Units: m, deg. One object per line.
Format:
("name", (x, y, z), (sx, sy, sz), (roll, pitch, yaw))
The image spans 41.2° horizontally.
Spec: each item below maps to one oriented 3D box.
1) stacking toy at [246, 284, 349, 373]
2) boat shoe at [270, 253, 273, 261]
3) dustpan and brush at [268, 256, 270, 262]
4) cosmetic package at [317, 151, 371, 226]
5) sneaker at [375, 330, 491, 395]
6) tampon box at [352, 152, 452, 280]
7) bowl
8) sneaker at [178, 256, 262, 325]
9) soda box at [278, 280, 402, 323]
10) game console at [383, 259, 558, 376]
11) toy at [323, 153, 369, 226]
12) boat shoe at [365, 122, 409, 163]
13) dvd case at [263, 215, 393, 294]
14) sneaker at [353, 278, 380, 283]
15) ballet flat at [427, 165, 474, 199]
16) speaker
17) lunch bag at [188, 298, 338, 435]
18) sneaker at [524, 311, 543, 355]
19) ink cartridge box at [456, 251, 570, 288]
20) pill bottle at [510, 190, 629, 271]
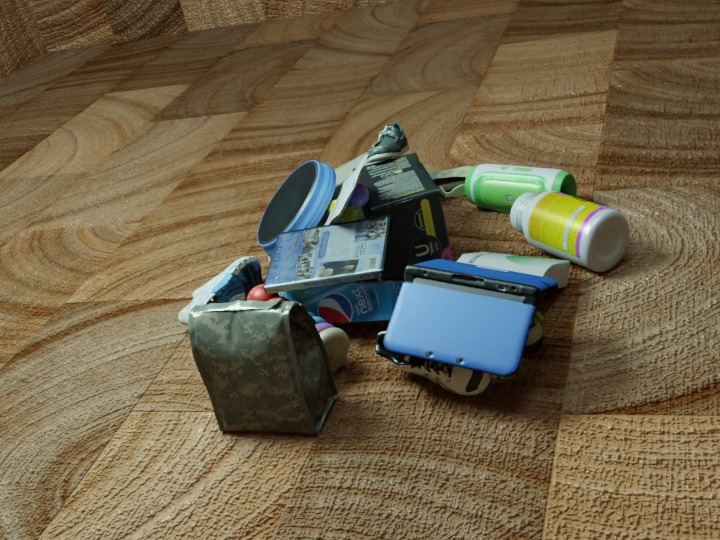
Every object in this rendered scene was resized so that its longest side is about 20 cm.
("stacking toy", (-0.111, 0.085, 1.496), (0.085, 0.086, 0.200), (-31, 47, -30))
("boat shoe", (-0.056, -0.014, 1.608), (0.199, 0.073, 0.065), (-6, 1, 25))
("dustpan and brush", (-0.110, -0.012, 1.744), (0.139, 0.057, 0.200), (-9, 28, 9))
("cosmetic package", (-0.025, -0.150, 1.915), (0.200, 0.104, 0.073), (-31, 32, -32))
("sneaker", (0.097, 0.129, 1.354), (0.087, 0.076, 0.200), (8, 2, -37))
("tampon box", (0.076, -0.100, 1.728), (0.126, 0.150, 0.200), (-16, 28, -2))
("bowl", (-0.122, -0.116, 1.766), (0.201, 0.039, 0.201), (-43, 27, 28))
("sneaker", (-0.254, 0.036, 1.712), (0.086, 0.075, 0.200), (0, 30, 35))
("soda box", (-0.033, 0.054, 1.561), (0.199, 0.065, 0.068), (-4, -4, 18))
("game console", (0.158, 0.061, 1.353), (0.199, 0.119, 0.171), (11, 10, 26))
("toy", (-0.017, -0.117, 1.631), (0.116, 0.047, 0.200), (-65, 10, -13))
("boat shoe", (0.048, -0.247, 1.839), (0.072, 0.062, 0.200), (-9, 11, 17))
("dvd case", (-0.049, -0.027, 1.533), (0.199, 0.018, 0.143), (-9, 38, 15))
("sneaker", (0.000, 0.000, 1.666), (0.080, 0.083, 0.200), (-30, 42, 10))
("ballet flat", (0.149, -0.165, 1.909), (0.199, 0.068, 0.062), (-15, 38, -1))
("speaker", (0.298, -0.152, 1.793), (0.199, 0.089, 0.088), (10, 36, 37))
("lunch bag", (-0.140, 0.124, 1.362), (0.163, 0.201, 0.118), (-2, 30, 22))
("sneaker", (0.185, 0.069, 1.442), (0.199, 0.083, 0.072), (5, 32, 31))
("ink cartridge box", (0.216, 0.004, 1.504), (0.160, 0.050, 0.200), (8, 6, 34))
("pill bottle", (0.345, -0.074, 1.609), (0.104, 0.105, 0.200), (-28, 31, -25))
